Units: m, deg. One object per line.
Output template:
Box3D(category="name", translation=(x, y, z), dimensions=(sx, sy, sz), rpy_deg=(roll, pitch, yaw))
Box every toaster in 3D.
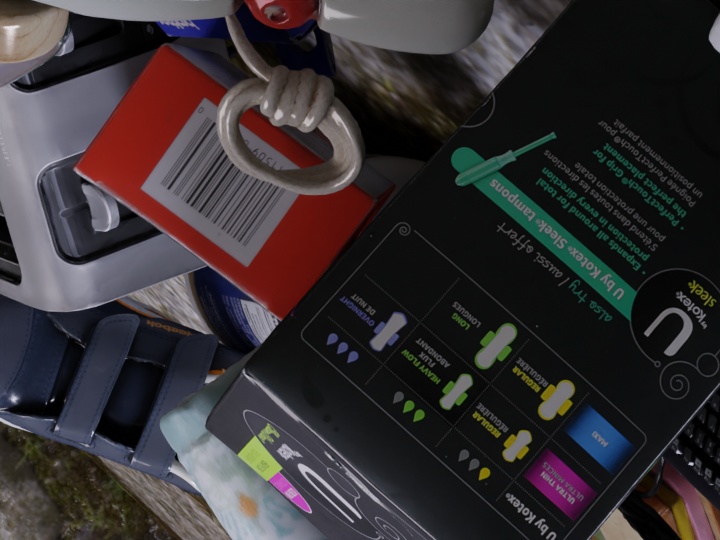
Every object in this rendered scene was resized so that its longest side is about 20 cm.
Box3D(category="toaster", translation=(-0.148, -0.093, 1.271), dimensions=(0.200, 0.119, 0.181), rpy_deg=(18, 126, 55))

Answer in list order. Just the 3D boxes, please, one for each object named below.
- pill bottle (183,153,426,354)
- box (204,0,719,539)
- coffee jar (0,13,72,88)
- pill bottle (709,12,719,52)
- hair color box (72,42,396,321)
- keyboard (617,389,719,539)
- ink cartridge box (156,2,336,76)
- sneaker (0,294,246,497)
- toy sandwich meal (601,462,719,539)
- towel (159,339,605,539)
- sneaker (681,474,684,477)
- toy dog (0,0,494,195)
Box3D(category="pill bottle", translation=(0.000, 0.000, 1.284), dimensions=(0.111, 0.111, 0.200), rpy_deg=(46, 166, -20))
Box3D(category="box", translation=(0.060, 0.013, 0.944), dimensions=(0.124, 0.200, 0.149), rpy_deg=(41, 168, 2))
Box3D(category="coffee jar", translation=(-0.191, -0.168, 1.128), dimensions=(0.085, 0.104, 0.200), rpy_deg=(31, -143, -59))
Box3D(category="pill bottle", translation=(0.187, -0.027, 0.642), dimensions=(0.200, 0.113, 0.113), rpy_deg=(40, 167, 5))
Box3D(category="hair color box", translation=(-0.045, -0.037, 1.092), dimensions=(0.101, 0.061, 0.200), rpy_deg=(36, -175, 1))
Box3D(category="keyboard", translation=(0.118, 0.058, 1.084), dimensions=(0.200, 0.021, 0.127), rpy_deg=(-133, 45, -57))
Box3D(category="ink cartridge box", translation=(-0.070, -0.159, 1.053), dimensions=(0.200, 0.076, 0.136), rpy_deg=(45, 167, -21))
Box3D(category="sneaker", translation=(-0.100, 0.057, 1.300), dimensions=(0.200, 0.079, 0.079), rpy_deg=(18, -177, -28))
Box3D(category="toy sandwich meal", translation=(0.116, 0.088, 1.322), dimensions=(0.205, 0.070, 0.205), rpy_deg=(39, 167, 11))
Box3D(category="towel", translation=(0.017, 0.092, 1.084), dimensions=(0.171, 0.048, 0.200), rpy_deg=(53, -153, 2))
Box3D(category="sneaker", translation=(0.176, 0.048, 1.060), dimensions=(0.200, 0.081, 0.084), rpy_deg=(31, 133, 59))
Box3D(category="toy dog", translation=(-0.060, -0.122, 0.944), dimensions=(0.200, 0.096, 0.132), rpy_deg=(23, 136, -19))
